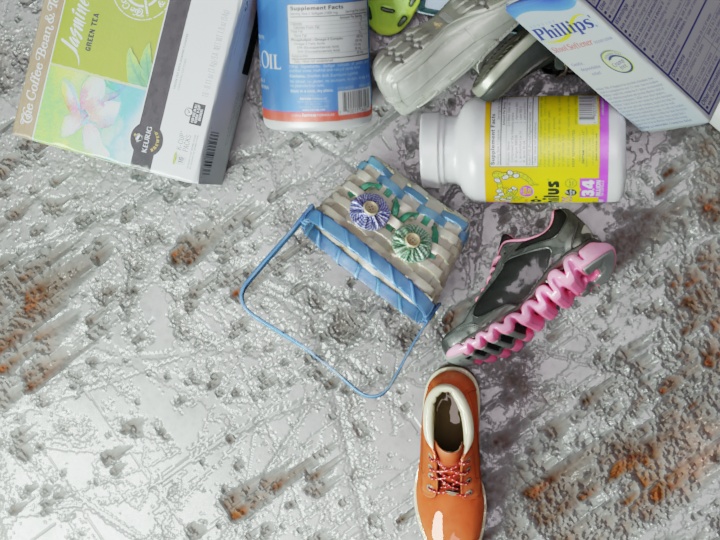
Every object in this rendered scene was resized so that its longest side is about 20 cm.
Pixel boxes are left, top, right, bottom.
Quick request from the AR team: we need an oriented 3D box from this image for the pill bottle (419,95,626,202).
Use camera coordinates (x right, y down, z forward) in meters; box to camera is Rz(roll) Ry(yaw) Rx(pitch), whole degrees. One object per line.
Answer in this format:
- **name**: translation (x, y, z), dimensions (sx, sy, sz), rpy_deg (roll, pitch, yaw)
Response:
- **pill bottle**: translation (0.159, -0.118, 1.711), dimensions (0.198, 0.104, 0.106), rpy_deg (0, 92, 7)

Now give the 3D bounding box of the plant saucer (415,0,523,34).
- **plant saucer**: translation (0.158, -0.271, 1.748), dimensions (0.198, 0.019, 0.071), rpy_deg (13, 94, 7)

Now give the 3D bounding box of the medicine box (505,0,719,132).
- **medicine box**: translation (0.265, -0.262, 1.617), dimensions (0.199, 0.103, 0.183), rpy_deg (37, 71, -23)

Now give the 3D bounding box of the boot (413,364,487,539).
- **boot**: translation (0.086, 0.200, 1.733), dimensions (0.074, 0.107, 0.202), rpy_deg (-2, 94, 5)

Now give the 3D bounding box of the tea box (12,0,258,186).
- **tea box**: translation (-0.216, -0.204, 1.736), dimensions (0.195, 0.134, 0.202), rpy_deg (14, 94, 6)

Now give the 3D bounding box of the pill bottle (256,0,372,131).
- **pill bottle**: translation (-0.046, -0.242, 1.711), dimensions (0.111, 0.112, 0.202), rpy_deg (-1, 102, 7)

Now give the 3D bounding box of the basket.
- **basket**: translation (0.000, 0.000, 1.716), dimensions (0.176, 0.139, 0.201), rpy_deg (34, 86, 4)

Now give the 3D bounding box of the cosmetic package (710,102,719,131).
- **cosmetic package**: translation (0.418, -0.128, 1.679), dimensions (0.200, 0.108, 0.085), rpy_deg (42, 96, 2)

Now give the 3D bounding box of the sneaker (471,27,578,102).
- **sneaker**: translation (0.208, -0.203, 1.685), dimensions (0.199, 0.075, 0.107), rpy_deg (-39, 99, -9)

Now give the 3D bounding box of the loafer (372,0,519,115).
- **loafer**: translation (0.104, -0.229, 1.722), dimensions (0.199, 0.070, 0.070), rpy_deg (-33, 128, 1)

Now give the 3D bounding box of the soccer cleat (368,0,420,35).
- **soccer cleat**: translation (0.039, -0.336, 1.736), dimensions (0.064, 0.084, 0.202), rpy_deg (6, 114, 7)

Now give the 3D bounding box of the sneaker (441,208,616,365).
- **sneaker**: translation (0.155, 0.014, 1.743), dimensions (0.199, 0.079, 0.096), rpy_deg (-37, 66, 6)
